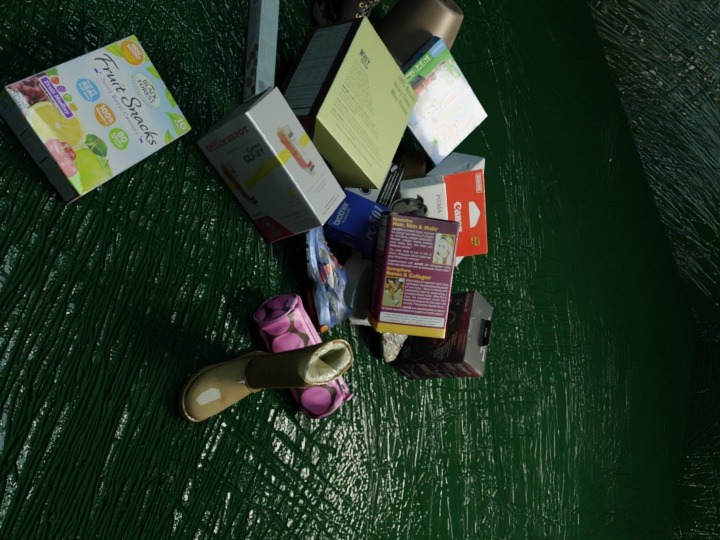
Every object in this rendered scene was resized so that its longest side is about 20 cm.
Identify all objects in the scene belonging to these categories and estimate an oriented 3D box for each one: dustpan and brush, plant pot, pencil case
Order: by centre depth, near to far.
[{"bbox_3d":[-0.091,0.135,0.916,0.091,0.092,0.203,-47,115,-44],"label":"pencil case"},{"bbox_3d":[0.000,0.000,1.084,0.139,0.056,0.206,15,79,-59],"label":"dustpan and brush"},{"bbox_3d":[0.099,-0.044,1.126,0.089,0.077,0.204,-39,137,-38],"label":"pencil case"},{"bbox_3d":[0.120,-0.485,1.179,0.197,0.175,0.203,27,36,-22],"label":"plant pot"}]

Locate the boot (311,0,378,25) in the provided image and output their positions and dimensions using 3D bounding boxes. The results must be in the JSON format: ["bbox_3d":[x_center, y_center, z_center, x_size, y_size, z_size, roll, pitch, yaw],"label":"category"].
[{"bbox_3d":[0.005,-0.481,1.081,0.073,0.150,0.202,-24,78,-49],"label":"boot"}]

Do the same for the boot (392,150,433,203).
[{"bbox_3d":[0.108,-0.171,1.222,0.073,0.074,0.205,33,61,-43],"label":"boot"}]

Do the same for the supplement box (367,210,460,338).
[{"bbox_3d":[0.089,0.005,1.003,0.127,0.103,0.205,7,95,-8],"label":"supplement box"}]

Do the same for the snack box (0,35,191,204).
[{"bbox_3d":[-0.338,-0.201,0.743,0.200,0.052,0.144,-49,118,-42],"label":"snack box"}]

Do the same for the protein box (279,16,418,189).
[{"bbox_3d":[-0.028,-0.285,0.999,0.198,0.133,0.204,40,67,-46],"label":"protein box"}]

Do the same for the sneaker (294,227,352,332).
[{"bbox_3d":[-0.063,-0.001,0.981,0.077,0.075,0.205,-13,100,-25],"label":"sneaker"}]

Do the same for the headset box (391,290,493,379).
[{"bbox_3d":[0.170,0.131,1.130,0.075,0.197,0.151,38,55,-35],"label":"headset box"}]

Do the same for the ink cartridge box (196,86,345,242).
[{"bbox_3d":[-0.139,-0.158,0.889,0.202,0.143,0.084,56,48,-23],"label":"ink cartridge box"}]

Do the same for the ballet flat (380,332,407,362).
[{"bbox_3d":[0.069,0.079,1.085,0.075,0.062,0.206,-24,113,-62],"label":"ballet flat"}]

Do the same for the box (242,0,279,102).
[{"bbox_3d":[-0.171,-0.380,0.981,0.041,0.038,0.205,15,71,-47],"label":"box"}]

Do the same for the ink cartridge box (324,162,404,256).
[{"bbox_3d":[0.011,-0.133,1.092,0.092,0.044,0.203,23,58,1],"label":"ink cartridge box"}]

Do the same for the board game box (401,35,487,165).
[{"bbox_3d":[0.152,-0.339,1.155,0.151,0.037,0.200,-43,125,3],"label":"board game box"}]

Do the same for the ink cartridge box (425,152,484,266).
[{"bbox_3d":[0.208,-0.138,1.261,0.145,0.086,0.204,-43,141,-44],"label":"ink cartridge box"}]

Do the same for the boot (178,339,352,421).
[{"bbox_3d":[-0.134,0.147,0.784,0.174,0.197,0.067,-32,104,-46],"label":"boot"}]

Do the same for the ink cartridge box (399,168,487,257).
[{"bbox_3d":[0.175,-0.096,1.167,0.044,0.169,0.204,-88,169,-57],"label":"ink cartridge box"}]
